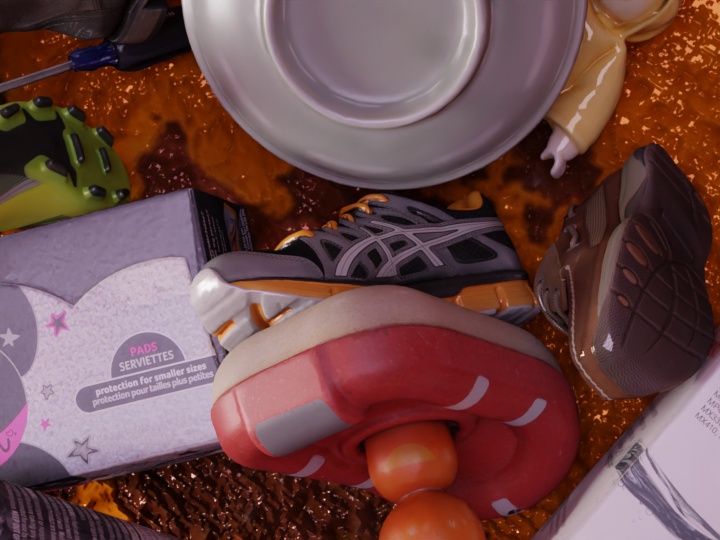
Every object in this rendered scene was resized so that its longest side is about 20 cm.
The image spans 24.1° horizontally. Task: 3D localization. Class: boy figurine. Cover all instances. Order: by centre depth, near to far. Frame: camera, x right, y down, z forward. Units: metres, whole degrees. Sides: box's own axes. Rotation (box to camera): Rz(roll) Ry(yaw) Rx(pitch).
[{"bbox_3d":[0.090,-0.111,0.877,0.199,0.064,0.125,-26,83,12],"label":"boy figurine"}]

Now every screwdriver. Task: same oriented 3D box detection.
[{"bbox_3d":[-0.168,-0.107,0.891,0.199,0.028,0.029,-18,76,-25],"label":"screwdriver"}]

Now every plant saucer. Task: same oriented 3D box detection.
[{"bbox_3d":[0.009,-0.125,0.801,0.198,0.050,0.202,3,116,5],"label":"plant saucer"}]

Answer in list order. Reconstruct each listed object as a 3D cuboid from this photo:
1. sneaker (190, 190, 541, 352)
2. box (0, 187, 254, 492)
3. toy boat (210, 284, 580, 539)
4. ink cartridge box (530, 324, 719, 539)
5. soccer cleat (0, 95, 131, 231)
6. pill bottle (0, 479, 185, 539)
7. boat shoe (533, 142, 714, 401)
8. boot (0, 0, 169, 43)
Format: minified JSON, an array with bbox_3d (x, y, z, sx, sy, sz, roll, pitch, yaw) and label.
[{"bbox_3d":[0.000,0.000,0.849,0.078,0.199,0.078,-33,65,47],"label":"sneaker"},{"bbox_3d":[-0.154,0.046,0.888,0.198,0.115,0.133,-13,85,10],"label":"box"},{"bbox_3d":[0.027,0.094,0.808,0.130,0.199,0.132,-26,63,30],"label":"toy boat"},{"bbox_3d":[0.149,0.121,0.815,0.084,0.145,0.200,41,95,6],"label":"ink cartridge box"},{"bbox_3d":[-0.199,-0.045,0.868,0.083,0.200,0.065,-33,76,29],"label":"soccer cleat"},{"bbox_3d":[-0.124,0.179,0.843,0.199,0.106,0.107,25,93,-33],"label":"pill bottle"},{"bbox_3d":[0.123,0.009,0.810,0.072,0.200,0.076,-31,102,26],"label":"boat shoe"},{"bbox_3d":[-0.172,-0.157,0.791,0.173,0.200,0.070,-7,61,-22],"label":"boot"}]
